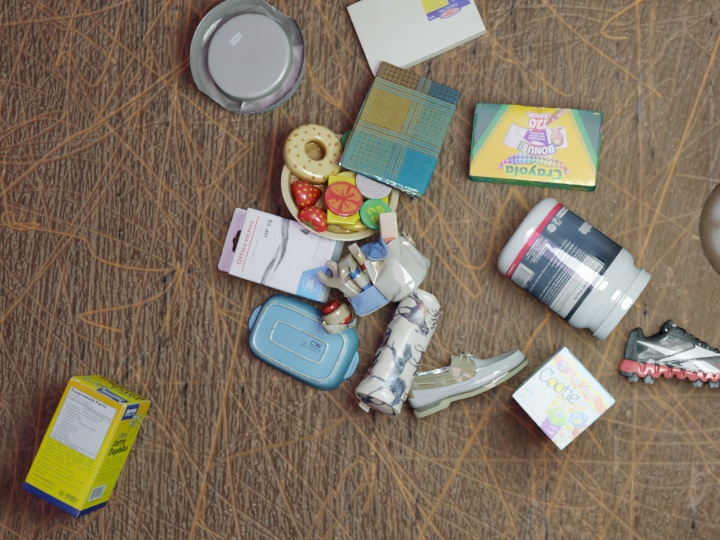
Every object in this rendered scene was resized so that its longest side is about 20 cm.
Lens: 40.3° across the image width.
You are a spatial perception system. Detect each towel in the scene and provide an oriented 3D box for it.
[{"bbox_3d":[0.065,-0.226,1.577,0.146,0.022,0.201,22,73,-3],"label":"towel"}]

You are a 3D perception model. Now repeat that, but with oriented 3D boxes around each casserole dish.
[{"bbox_3d":[-0.097,0.117,1.607,0.199,0.039,0.122,25,91,10],"label":"casserole dish"}]

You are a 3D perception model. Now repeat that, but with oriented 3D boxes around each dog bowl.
[{"bbox_3d":[-0.183,-0.355,1.648,0.199,0.059,0.201,-1,85,10],"label":"dog bowl"}]

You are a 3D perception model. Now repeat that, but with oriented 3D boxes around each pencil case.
[{"bbox_3d":[0.059,0.128,1.536,0.078,0.089,0.201,28,75,-14],"label":"pencil case"}]

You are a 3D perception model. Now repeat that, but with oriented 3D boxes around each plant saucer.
[{"bbox_3d":[0.622,-0.065,1.495,0.199,0.037,0.201,-1,85,9],"label":"plant saucer"}]

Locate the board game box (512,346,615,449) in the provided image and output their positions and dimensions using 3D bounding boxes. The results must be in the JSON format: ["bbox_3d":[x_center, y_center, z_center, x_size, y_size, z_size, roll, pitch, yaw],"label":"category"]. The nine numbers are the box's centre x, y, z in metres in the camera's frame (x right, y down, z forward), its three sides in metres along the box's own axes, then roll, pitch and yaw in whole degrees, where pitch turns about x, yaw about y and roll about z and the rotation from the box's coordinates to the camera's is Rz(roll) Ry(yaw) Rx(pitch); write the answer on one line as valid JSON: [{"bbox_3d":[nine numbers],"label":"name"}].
[{"bbox_3d":[0.296,0.184,1.449,0.103,0.200,0.105,-43,80,4],"label":"board game box"}]

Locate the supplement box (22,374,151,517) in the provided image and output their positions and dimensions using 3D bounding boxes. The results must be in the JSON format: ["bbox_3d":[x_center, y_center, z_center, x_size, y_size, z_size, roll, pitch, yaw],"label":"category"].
[{"bbox_3d":[-0.449,0.286,1.620,0.109,0.110,0.201,25,91,11],"label":"supplement box"}]

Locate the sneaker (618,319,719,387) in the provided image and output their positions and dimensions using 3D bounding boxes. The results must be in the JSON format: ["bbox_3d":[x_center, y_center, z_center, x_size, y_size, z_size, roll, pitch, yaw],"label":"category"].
[{"bbox_3d":[0.495,0.125,1.484,0.199,0.071,0.098,3,89,12],"label":"sneaker"}]

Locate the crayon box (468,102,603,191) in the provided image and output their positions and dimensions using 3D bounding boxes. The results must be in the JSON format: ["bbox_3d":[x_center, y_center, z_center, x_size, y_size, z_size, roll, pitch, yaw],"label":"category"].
[{"bbox_3d":[0.276,-0.195,1.554,0.199,0.058,0.119,6,86,10],"label":"crayon box"}]

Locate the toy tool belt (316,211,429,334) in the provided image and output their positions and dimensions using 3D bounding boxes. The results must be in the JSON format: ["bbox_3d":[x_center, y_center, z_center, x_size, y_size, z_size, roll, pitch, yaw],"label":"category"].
[{"bbox_3d":[0.000,0.000,1.532,0.200,0.125,0.123,-30,101,19],"label":"toy tool belt"}]

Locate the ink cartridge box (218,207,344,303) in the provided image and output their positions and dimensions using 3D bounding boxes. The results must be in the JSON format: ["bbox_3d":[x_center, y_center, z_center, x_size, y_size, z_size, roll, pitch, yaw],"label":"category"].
[{"bbox_3d":[-0.139,-0.029,1.610,0.199,0.067,0.116,16,89,11],"label":"ink cartridge box"}]

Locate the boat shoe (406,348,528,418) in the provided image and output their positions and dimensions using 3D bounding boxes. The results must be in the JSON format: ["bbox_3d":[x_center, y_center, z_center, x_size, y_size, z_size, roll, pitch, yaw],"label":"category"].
[{"bbox_3d":[0.162,0.163,1.539,0.199,0.075,0.069,-25,87,8],"label":"boat shoe"}]

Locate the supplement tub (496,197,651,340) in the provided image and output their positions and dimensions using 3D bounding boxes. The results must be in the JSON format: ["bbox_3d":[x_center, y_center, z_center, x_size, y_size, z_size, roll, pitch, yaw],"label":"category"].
[{"bbox_3d":[0.322,-0.003,1.490,0.200,0.140,0.141,37,93,10],"label":"supplement tub"}]

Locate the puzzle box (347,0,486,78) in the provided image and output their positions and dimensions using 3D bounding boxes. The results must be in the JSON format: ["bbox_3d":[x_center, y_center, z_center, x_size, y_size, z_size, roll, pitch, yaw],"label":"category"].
[{"bbox_3d":[0.093,-0.412,1.620,0.199,0.025,0.134,-21,82,8],"label":"puzzle box"}]

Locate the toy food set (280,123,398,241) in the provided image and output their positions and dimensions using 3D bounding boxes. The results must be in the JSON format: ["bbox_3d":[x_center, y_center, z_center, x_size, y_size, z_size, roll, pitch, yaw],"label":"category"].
[{"bbox_3d":[-0.029,-0.141,1.574,0.197,0.049,0.201,5,65,-10],"label":"toy food set"}]
